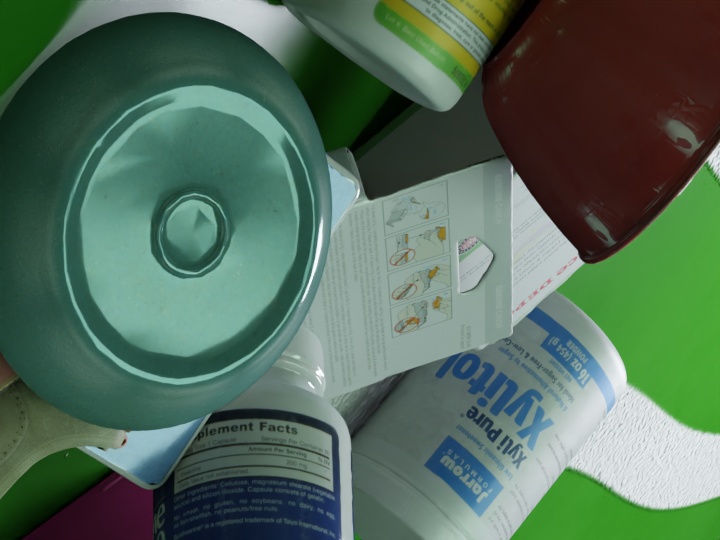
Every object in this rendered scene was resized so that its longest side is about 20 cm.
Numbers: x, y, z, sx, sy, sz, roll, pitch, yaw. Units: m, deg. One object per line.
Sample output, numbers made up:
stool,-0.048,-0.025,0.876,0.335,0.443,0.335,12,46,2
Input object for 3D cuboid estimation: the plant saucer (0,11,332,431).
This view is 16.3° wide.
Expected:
plant saucer,-0.087,-0.020,1.184,0.199,0.036,0.202,-7,103,-33

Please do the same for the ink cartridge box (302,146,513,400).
ink cartridge box,0.000,0.000,1.433,0.172,0.044,0.201,-20,149,-9

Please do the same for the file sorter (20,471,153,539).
file sorter,-0.155,0.236,1.416,0.200,0.139,0.126,-35,154,-43

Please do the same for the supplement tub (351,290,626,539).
supplement tub,0.082,0.113,1.761,0.200,0.131,0.132,-50,158,-18

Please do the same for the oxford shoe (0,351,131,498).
oxford shoe,-0.126,0.047,1.232,0.199,0.075,0.070,-32,-174,-14

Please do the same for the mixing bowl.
mixing bowl,0.133,-0.115,1.313,0.201,0.108,0.200,-54,-171,13

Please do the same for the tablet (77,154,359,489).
tablet,-0.096,0.005,1.298,0.130,0.014,0.201,35,88,-35

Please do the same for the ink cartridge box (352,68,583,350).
ink cartridge box,0.085,-0.049,1.564,0.145,0.088,0.200,-40,156,-2

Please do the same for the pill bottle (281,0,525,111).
pill bottle,0.056,-0.193,1.294,0.201,0.111,0.111,-56,159,-1

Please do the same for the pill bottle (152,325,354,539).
pill bottle,-0.058,0.131,1.363,0.111,0.110,0.201,86,2,-58
